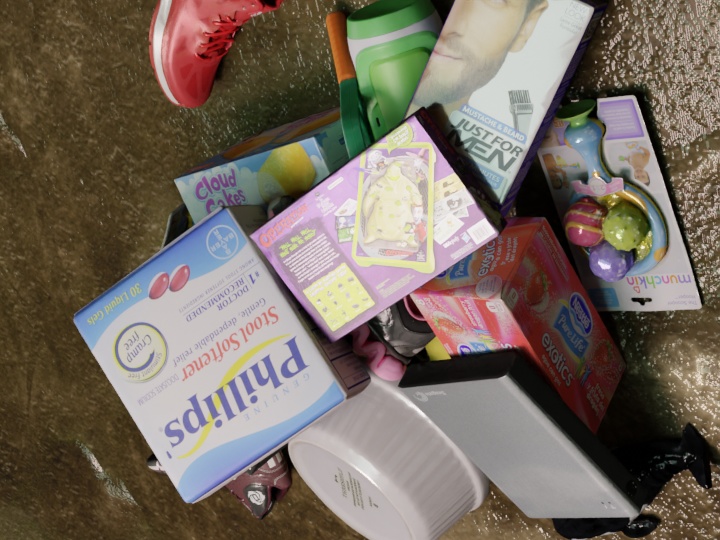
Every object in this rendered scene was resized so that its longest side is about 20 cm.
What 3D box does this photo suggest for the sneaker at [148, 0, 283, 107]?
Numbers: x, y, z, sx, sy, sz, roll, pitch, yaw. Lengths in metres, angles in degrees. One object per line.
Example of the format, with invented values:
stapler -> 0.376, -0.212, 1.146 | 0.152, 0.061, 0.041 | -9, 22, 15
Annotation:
sneaker -> -0.133, -0.232, 1.534 | 0.115, 0.078, 0.201 | 24, 131, 28

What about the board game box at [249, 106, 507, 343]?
board game box -> 0.013, -0.034, 1.357 | 0.199, 0.032, 0.120 | -33, 100, 33

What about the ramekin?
ramekin -> 0.019, 0.183, 1.556 | 0.202, 0.094, 0.203 | 34, 156, 18

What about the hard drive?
hard drive -> 0.143, 0.148, 1.436 | 0.139, 0.033, 0.200 | -10, 131, 49

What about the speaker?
speaker -> 0.052, -0.137, 1.431 | 0.088, 0.088, 0.202 | -1, 115, 40

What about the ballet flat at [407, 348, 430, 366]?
ballet flat -> 0.038, 0.110, 1.629 | 0.067, 0.046, 0.200 | 47, 137, 5

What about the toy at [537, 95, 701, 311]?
toy -> 0.207, -0.046, 1.385 | 0.114, 0.047, 0.202 | -2, 114, 43

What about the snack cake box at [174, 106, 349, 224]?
snack cake box -> -0.065, -0.098, 1.534 | 0.199, 0.115, 0.068 | -13, 108, 43

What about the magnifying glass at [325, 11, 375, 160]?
magnifying glass -> -0.007, -0.146, 1.429 | 0.022, 0.201, 0.080 | -15, 146, 9

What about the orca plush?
orca plush -> 0.239, 0.216, 1.508 | 0.199, 0.071, 0.106 | -19, 103, 45

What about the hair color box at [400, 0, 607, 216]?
hair color box -> 0.108, -0.150, 1.332 | 0.109, 0.065, 0.201 | 28, 108, 11

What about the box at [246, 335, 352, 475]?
box -> -0.102, 0.079, 1.672 | 0.148, 0.124, 0.201 | 40, 136, 14

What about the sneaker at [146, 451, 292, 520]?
sneaker -> -0.156, 0.238, 1.859 | 0.199, 0.076, 0.116 | -15, 109, 44

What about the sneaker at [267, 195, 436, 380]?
sneaker -> 0.000, 0.000, 1.457 | 0.095, 0.079, 0.200 | -37, 105, 17

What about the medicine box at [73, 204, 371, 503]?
medicine box -> -0.123, 0.072, 1.461 | 0.181, 0.103, 0.201 | -34, 85, 12

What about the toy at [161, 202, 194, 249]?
toy -> -0.175, -0.007, 1.679 | 0.047, 0.115, 0.201 | 29, 132, 10

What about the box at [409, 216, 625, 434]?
box -> 0.141, 0.053, 1.426 | 0.102, 0.095, 0.201 | 2, 139, 40

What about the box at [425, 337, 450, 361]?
box -> 0.110, 0.090, 1.536 | 0.050, 0.075, 0.202 | -5, 112, 41
